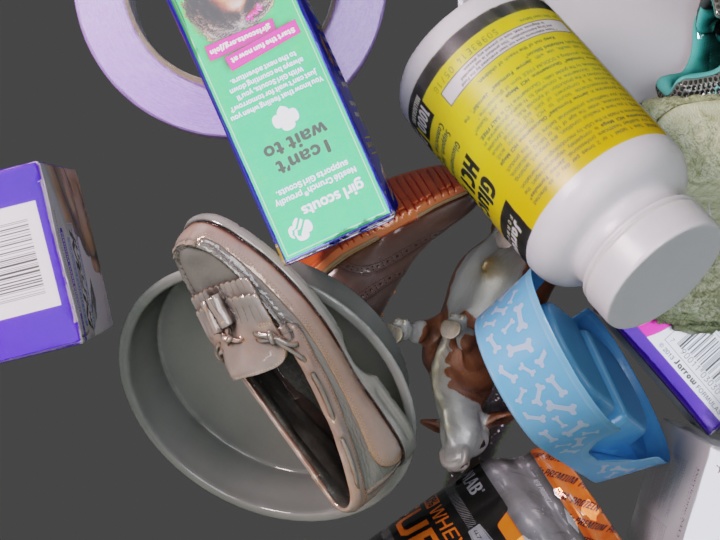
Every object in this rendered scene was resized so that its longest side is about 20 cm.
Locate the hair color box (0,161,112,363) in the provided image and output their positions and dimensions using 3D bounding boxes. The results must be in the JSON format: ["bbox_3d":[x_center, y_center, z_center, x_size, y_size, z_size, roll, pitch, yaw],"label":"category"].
[{"bbox_3d":[-0.200,-0.006,1.346,0.064,0.200,0.110,-14,92,-3],"label":"hair color box"}]

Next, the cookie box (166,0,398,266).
[{"bbox_3d":[-0.049,-0.110,1.298,0.075,0.171,0.201,-25,92,2],"label":"cookie box"}]

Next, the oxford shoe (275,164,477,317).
[{"bbox_3d":[0.000,0.000,1.426,0.199,0.071,0.073,-31,111,5],"label":"oxford shoe"}]

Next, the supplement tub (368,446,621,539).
[{"bbox_3d":[0.067,0.203,1.399,0.200,0.123,0.123,-35,92,-1],"label":"supplement tub"}]

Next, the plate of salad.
[{"bbox_3d":[0.157,-0.172,1.422,0.199,0.048,0.201,0,91,-12],"label":"plate of salad"}]

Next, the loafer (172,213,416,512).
[{"bbox_3d":[-0.045,0.056,1.295,0.200,0.072,0.063,50,54,-17],"label":"loafer"}]

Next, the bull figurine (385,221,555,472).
[{"bbox_3d":[0.078,0.027,1.407,0.065,0.121,0.201,22,83,28],"label":"bull figurine"}]

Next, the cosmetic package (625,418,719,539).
[{"bbox_3d":[0.198,0.202,1.388,0.051,0.151,0.201,17,92,-2],"label":"cosmetic package"}]

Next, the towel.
[{"bbox_3d":[0.268,-0.038,1.339,0.199,0.036,0.149,-4,91,0],"label":"towel"}]

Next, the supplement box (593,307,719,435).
[{"bbox_3d":[0.259,-0.002,1.407,0.200,0.103,0.101,-41,91,1],"label":"supplement box"}]

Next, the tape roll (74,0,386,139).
[{"bbox_3d":[-0.082,-0.185,1.411,0.199,0.066,0.202,0,93,-2],"label":"tape roll"}]

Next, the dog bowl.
[{"bbox_3d":[0.129,0.071,1.353,0.049,0.200,0.112,-30,63,14],"label":"dog bowl"}]

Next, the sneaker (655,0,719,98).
[{"bbox_3d":[0.258,-0.157,1.392,0.091,0.077,0.201,38,72,-20],"label":"sneaker"}]

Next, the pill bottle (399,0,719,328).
[{"bbox_3d":[0.120,-0.065,1.302,0.112,0.112,0.200,-39,62,0],"label":"pill bottle"}]

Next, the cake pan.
[{"bbox_3d":[-0.055,0.070,1.382,0.199,0.037,0.201,12,128,15],"label":"cake pan"}]
